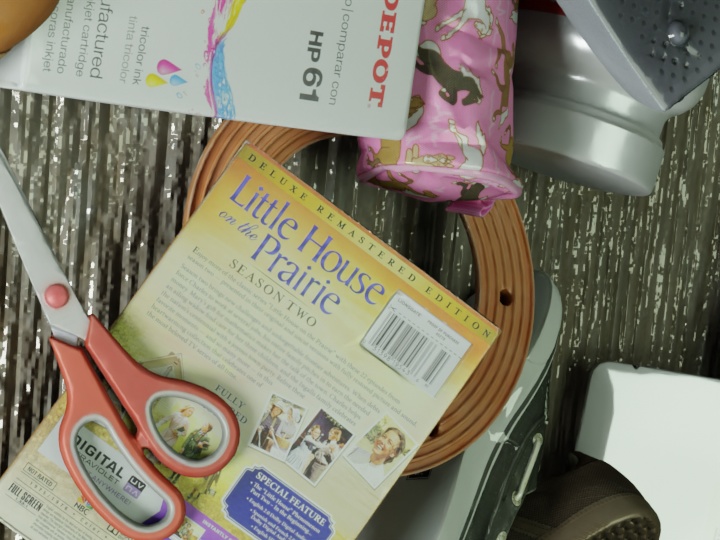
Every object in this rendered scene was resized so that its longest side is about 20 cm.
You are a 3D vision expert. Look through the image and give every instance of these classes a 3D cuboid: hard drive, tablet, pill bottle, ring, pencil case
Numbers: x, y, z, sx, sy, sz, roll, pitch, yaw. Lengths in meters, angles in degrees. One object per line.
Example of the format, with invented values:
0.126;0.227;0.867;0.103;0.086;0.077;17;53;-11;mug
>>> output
0.123;-0.186;1.011;0.135;0.042;0.200;-37;103;-27;hard drive
0.171;0.157;1.227;0.130;0.014;0.201;10;93;-18;tablet
0.133;-0.147;1.112;0.116;0.116;0.201;21;85;-43;pill bottle
0.000;0.000;1.047;0.200;0.019;0.201;7;76;-31;ring
0.042;-0.129;1.032;0.086;0.083;0.201;8;81;-21;pencil case

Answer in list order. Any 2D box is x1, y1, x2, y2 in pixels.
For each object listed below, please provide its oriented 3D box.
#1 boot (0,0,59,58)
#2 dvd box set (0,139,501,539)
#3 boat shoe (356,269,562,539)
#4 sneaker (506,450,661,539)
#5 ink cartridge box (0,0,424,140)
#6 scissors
-0.187;-0.156;0.794;0.155;0.074;0.200;-43;128;18;boot
-0.052;0.064;0.970;0.146;0.029;0.200;36;84;-7;dvd box set
0.058;0.091;1.116;0.064;0.071;0.200;49;56;-36;boat shoe
0.059;0.161;1.156;0.199;0.076;0.071;-22;127;-13;sneaker
-0.068;-0.140;0.942;0.199;0.085;0.145;4;97;-38;ink cartridge box
-0.130;0.025;0.935;0.073;0.014;0.200;-39;96;-5;scissors
